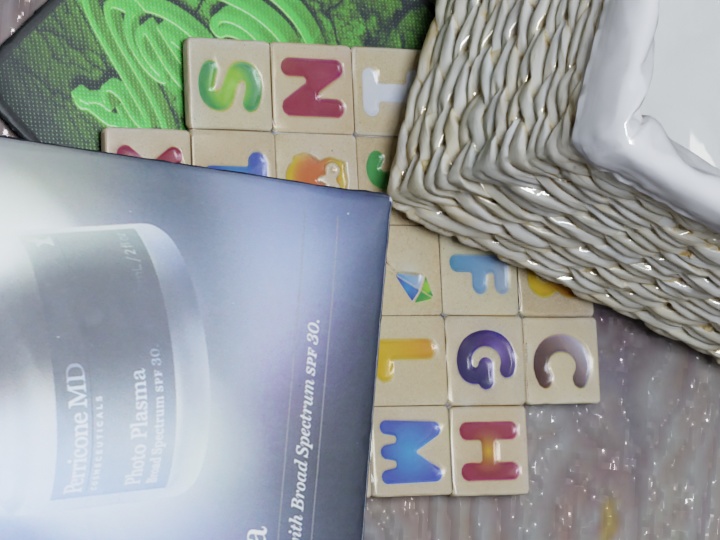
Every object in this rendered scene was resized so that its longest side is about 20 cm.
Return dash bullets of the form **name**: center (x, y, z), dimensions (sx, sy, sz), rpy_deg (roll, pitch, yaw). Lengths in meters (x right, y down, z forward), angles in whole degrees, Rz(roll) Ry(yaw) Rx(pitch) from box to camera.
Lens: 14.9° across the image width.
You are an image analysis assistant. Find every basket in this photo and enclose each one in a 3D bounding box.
- **basket**: center (0.142, -0.080, 1.002), dimensions (0.198, 0.161, 0.201), rpy_deg (25, 69, -26)

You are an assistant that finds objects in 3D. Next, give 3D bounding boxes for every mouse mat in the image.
- **mouse mat**: center (-0.023, -0.049, 1.012), dimensions (0.200, 0.008, 0.161), rpy_deg (47, 66, -13)

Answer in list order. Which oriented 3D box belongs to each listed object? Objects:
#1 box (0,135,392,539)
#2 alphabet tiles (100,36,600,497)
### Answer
- **box**: center (-0.107, 0.066, 0.881), dimensions (0.198, 0.123, 0.201), rpy_deg (7, 80, -19)
- **alphabet tiles**: center (0.000, 0.000, 1.010), dimensions (0.199, 0.006, 0.167), rpy_deg (1, 82, -27)
